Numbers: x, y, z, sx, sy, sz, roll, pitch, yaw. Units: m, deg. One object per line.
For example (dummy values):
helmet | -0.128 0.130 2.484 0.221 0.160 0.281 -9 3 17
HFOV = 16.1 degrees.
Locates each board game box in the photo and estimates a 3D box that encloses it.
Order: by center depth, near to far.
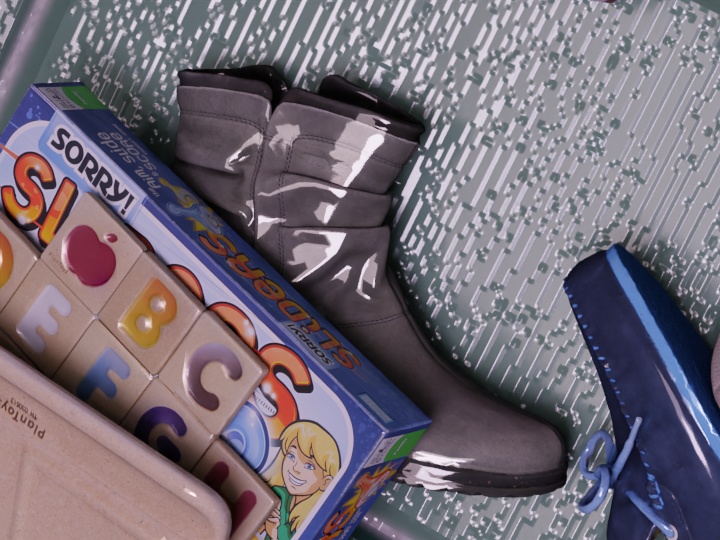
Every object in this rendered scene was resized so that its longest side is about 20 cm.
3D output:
board game box | -0.083 0.042 0.968 0.200 0.034 0.135 43 114 21

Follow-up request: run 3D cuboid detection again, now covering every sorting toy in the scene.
sorting toy | -0.148 0.120 0.962 0.185 0.036 0.200 31 113 23

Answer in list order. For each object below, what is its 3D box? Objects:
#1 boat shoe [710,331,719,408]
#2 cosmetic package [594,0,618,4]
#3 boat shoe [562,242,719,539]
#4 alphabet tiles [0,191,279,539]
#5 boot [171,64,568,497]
boat shoe | 0.224 0.057 0.896 0.200 0.073 0.075 26 98 21
cosmetic package | 0.074 -0.208 0.935 0.102 0.074 0.200 -34 80 19
boat shoe | 0.117 0.089 0.930 0.069 0.084 0.200 -29 81 18
alphabet tiles | -0.123 0.077 0.964 0.166 0.006 0.200 45 112 19
boot | 0.000 0.000 0.974 0.200 0.068 0.131 21 102 20
